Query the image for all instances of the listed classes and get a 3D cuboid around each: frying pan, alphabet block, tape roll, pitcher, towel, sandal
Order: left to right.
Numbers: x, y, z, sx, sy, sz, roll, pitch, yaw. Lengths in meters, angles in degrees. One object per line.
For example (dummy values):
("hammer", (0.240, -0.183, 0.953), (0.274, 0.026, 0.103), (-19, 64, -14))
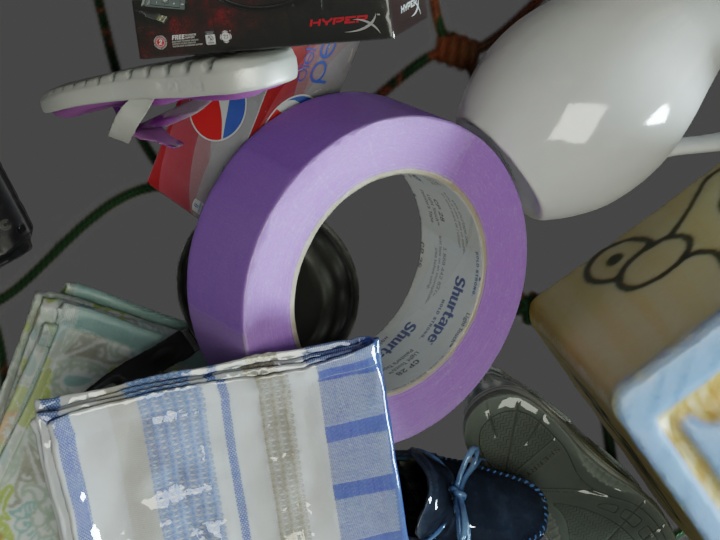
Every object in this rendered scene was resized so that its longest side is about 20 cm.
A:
("towel", (-0.135, 0.113, 1.425), (0.200, 0.048, 0.171), (20, 104, -15))
("sandal", (-0.113, -0.092, 1.294), (0.082, 0.203, 0.050), (-15, 98, -38))
("towel", (-0.075, 0.119, 1.285), (0.200, 0.024, 0.147), (-12, 114, -9))
("frying pan", (-0.076, 0.041, 1.383), (0.115, 0.031, 0.190), (35, 67, -4))
("tape roll", (0.000, 0.000, 1.341), (0.200, 0.066, 0.200), (-13, 114, -33))
("pitcher", (0.169, -0.105, 1.393), (0.200, 0.121, 0.172), (-40, 124, -10))
("alphabet block", (0.247, 0.066, 1.403), (0.195, 0.200, 0.196), (-34, 108, 1))

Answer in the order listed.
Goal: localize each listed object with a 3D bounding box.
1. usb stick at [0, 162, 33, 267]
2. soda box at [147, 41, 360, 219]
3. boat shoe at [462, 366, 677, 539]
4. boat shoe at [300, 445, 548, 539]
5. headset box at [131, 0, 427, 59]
("usb stick", (-0.256, -0.090, 1.352), (0.055, 0.033, 0.200), (-29, 108, -9))
("soda box", (-0.051, -0.124, 1.340), (0.070, 0.063, 0.200), (0, 117, -51))
("boat shoe", (0.137, 0.141, 1.476), (0.074, 0.065, 0.202), (-41, 111, 14))
("boat shoe", (0.029, 0.145, 1.366), (0.200, 0.069, 0.084), (0, 64, -27))
("headset box", (-0.053, -0.222, 1.230), (0.148, 0.075, 0.200), (-2, 104, 17))
